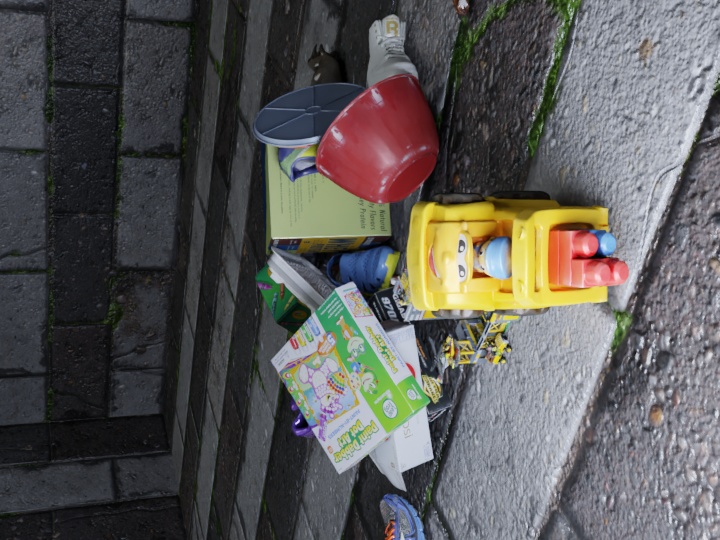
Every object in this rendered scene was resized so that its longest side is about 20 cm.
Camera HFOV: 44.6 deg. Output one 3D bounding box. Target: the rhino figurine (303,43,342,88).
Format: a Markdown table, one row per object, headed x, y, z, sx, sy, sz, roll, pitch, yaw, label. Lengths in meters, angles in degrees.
| x | y | z | sx | sy | sz | roll | pitch | yaw | label |
| --- | --- | --- | --- | --- | --- | --- | --- | --- | --- |
| -0.067 | -0.359 | 1.689 | 0.087 | 0.059 | 0.204 | -39 | 52 | 40 | rhino figurine |

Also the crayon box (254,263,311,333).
| x | y | z | sx | sy | sz | roll | pitch | yaw | label |
| --- | --- | --- | --- | --- | --- | --- | --- | --- | --- |
| -0.094 | 0.071 | 1.590 | 0.058 | 0.199 | 0.120 | -41 | 49 | 11 | crayon box |

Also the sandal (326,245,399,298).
| x | y | z | sx | sy | sz | roll | pitch | yaw | label |
| --- | --- | --- | --- | --- | --- | --- | --- | --- | --- |
| 0.000 | 0.000 | 1.476 | 0.199 | 0.086 | 0.081 | -30 | 35 | 63 | sandal |

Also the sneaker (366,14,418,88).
| x | y | z | sx | sy | sz | roll | pitch | yaw | label |
| --- | --- | --- | --- | --- | --- | --- | --- | --- | --- |
| 0.044 | -0.340 | 1.363 | 0.200 | 0.072 | 0.119 | -144 | 54 | -76 | sneaker |

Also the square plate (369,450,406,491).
| x | y | z | sx | sy | sz | roll | pitch | yaw | label |
| --- | --- | --- | --- | --- | --- | --- | --- | --- | --- |
| 0.010 | 0.235 | 1.416 | 0.201 | 0.028 | 0.200 | 62 | -173 | -49 | square plate |

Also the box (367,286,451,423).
| x | y | z | sx | sy | sz | roll | pitch | yaw | label |
| --- | --- | --- | --- | --- | --- | --- | --- | --- | --- |
| 0.051 | 0.150 | 1.357 | 0.203 | 0.045 | 0.159 | 65 | 151 | 18 | box |

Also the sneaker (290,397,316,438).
| x | y | z | sx | sy | sz | roll | pitch | yaw | label |
| --- | --- | --- | --- | --- | --- | --- | --- | --- | --- |
| -0.064 | 0.187 | 1.350 | 0.081 | 0.082 | 0.203 | -119 | 34 | -50 | sneaker |

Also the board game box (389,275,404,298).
| x | y | z | sx | sy | sz | roll | pitch | yaw | label |
| --- | --- | --- | --- | --- | --- | --- | --- | --- | --- |
| 0.040 | 0.112 | 1.456 | 0.158 | 0.038 | 0.205 | 163 | 106 | -68 | board game box |

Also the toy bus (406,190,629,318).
| x | y | z | sx | sy | sz | roll | pitch | yaw | label |
| --- | --- | --- | --- | --- | --- | --- | --- | --- | --- |
| 0.172 | -0.013 | 0.910 | 0.191 | 0.196 | 0.139 | 10 | 101 | 60 | toy bus |

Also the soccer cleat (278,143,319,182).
| x | y | z | sx | sy | sz | roll | pitch | yaw | label |
| --- | --- | --- | --- | --- | --- | --- | --- | --- | --- |
| -0.031 | -0.187 | 1.367 | 0.065 | 0.196 | 0.085 | 80 | 171 | -54 | soccer cleat |

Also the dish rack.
| x | y | z | sx | sy | sz | roll | pitch | yaw | label |
| --- | --- | --- | --- | --- | --- | --- | --- | --- | --- |
| -0.073 | 0.038 | 1.448 | 0.171 | 0.044 | 0.200 | 43 | -175 | 16 | dish rack |

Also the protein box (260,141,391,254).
| x | y | z | sx | sy | sz | roll | pitch | yaw | label |
| --- | --- | --- | --- | --- | --- | --- | --- | --- | --- |
| -0.061 | -0.140 | 1.469 | 0.135 | 0.195 | 0.204 | 138 | 129 | -76 | protein box |

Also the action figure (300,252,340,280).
| x | y | z | sx | sy | sz | roll | pitch | yaw | label |
| --- | --- | --- | --- | --- | --- | --- | --- | --- | --- |
| -0.059 | -0.060 | 1.635 | 0.201 | 0.102 | 0.197 | -80 | -4 | -62 | action figure |

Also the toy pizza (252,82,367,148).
| x | y | z | sx | sy | sz | roll | pitch | yaw | label |
| --- | --- | --- | --- | --- | --- | --- | --- | --- | --- |
| -0.069 | -0.233 | 1.349 | 0.201 | 0.196 | 0.032 | -124 | 16 | -54 | toy pizza |

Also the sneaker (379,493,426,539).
| x | y | z | sx | sy | sz | roll | pitch | yaw | label |
| --- | --- | --- | --- | --- | --- | --- | --- | --- | --- |
| 0.062 | 0.442 | 1.361 | 0.076 | 0.077 | 0.203 | 113 | 149 | -45 | sneaker |

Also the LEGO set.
| x | y | z | sx | sy | sz | roll | pitch | yaw | label |
| --- | --- | --- | --- | --- | --- | --- | --- | --- | --- |
| 0.114 | 0.033 | 1.154 | 0.155 | 0.113 | 0.203 | 114 | 148 | -47 | LEGO set |

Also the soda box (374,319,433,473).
| x | y | z | sx | sy | sz | roll | pitch | yaw | label |
| --- | --- | --- | --- | --- | --- | --- | --- | --- | --- |
| 0.049 | 0.179 | 1.261 | 0.068 | 0.063 | 0.205 | 6 | 107 | 58 | soda box |

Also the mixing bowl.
| x | y | z | sx | sy | sz | roll | pitch | yaw | label |
| --- | --- | --- | --- | --- | --- | --- | --- | --- | --- |
| 0.042 | -0.172 | 1.281 | 0.109 | 0.198 | 0.201 | 51 | 144 | 19 | mixing bowl |

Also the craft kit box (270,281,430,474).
| x | y | z | sx | sy | sz | roll | pitch | yaw | label |
| --- | --- | --- | --- | --- | --- | --- | --- | --- | --- |
| -0.021 | 0.154 | 1.236 | 0.199 | 0.048 | 0.200 | 54 | 132 | 13 | craft kit box |

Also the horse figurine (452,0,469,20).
| x | y | z | sx | sy | sz | roll | pitch | yaw | label |
| --- | --- | --- | --- | --- | --- | --- | --- | --- | --- |
| 0.111 | -0.451 | 1.222 | 0.201 | 0.049 | 0.135 | -127 | 24 | -45 | horse figurine |
